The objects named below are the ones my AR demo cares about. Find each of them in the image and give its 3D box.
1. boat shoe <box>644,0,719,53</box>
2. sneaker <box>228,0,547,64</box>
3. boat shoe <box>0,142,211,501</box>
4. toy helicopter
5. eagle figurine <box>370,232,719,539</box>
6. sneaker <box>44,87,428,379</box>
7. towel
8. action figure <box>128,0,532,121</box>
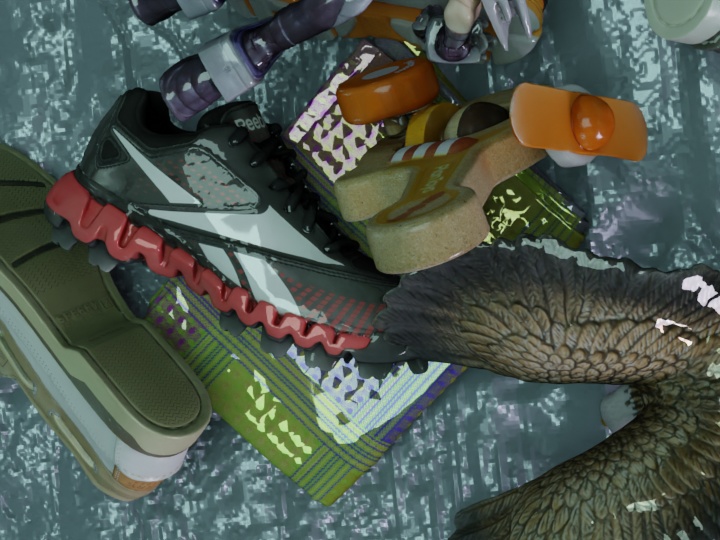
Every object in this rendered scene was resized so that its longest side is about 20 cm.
[{"bbox_3d":[0.175,-0.194,0.857,0.060,0.072,0.202,13,82,-28],"label":"boat shoe"},{"bbox_3d":[0.001,-0.155,0.899,0.199,0.078,0.077,17,66,17],"label":"sneaker"},{"bbox_3d":[-0.154,0.025,0.932,0.200,0.075,0.068,53,130,22],"label":"boat shoe"},{"bbox_3d":[0.049,-0.041,0.799,0.132,0.200,0.079,-13,106,15],"label":"toy helicopter"},{"bbox_3d":[0.124,0.057,0.836,0.152,0.199,0.151,55,148,37],"label":"eagle figurine"},{"bbox_3d":[-0.047,-0.022,0.887,0.200,0.071,0.098,26,101,12],"label":"sneaker"},{"bbox_3d":[0.000,0.000,0.925,0.144,0.023,0.200,42,101,7],"label":"towel"},{"bbox_3d":[-0.006,-0.134,0.812,0.200,0.069,0.130,-17,105,31],"label":"action figure"}]
